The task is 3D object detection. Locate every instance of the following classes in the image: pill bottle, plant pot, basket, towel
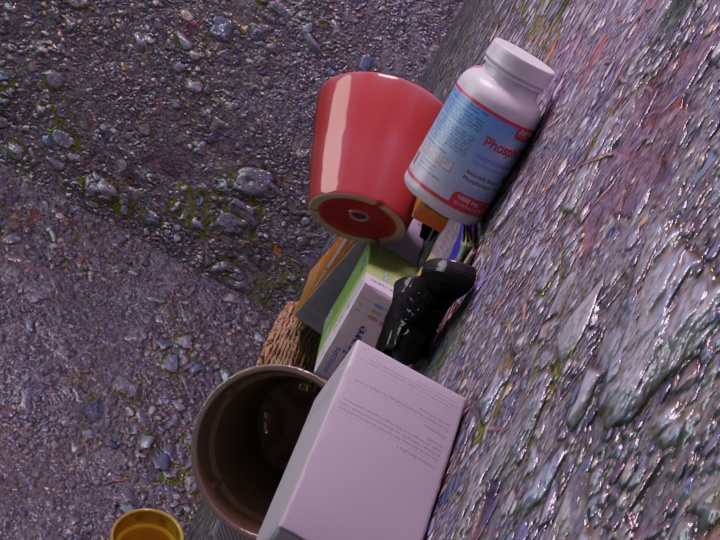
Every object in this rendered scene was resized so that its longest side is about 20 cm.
[{"bbox_3d":[0.142,-0.164,1.437,0.201,0.108,0.109,-60,5,19],"label":"pill bottle"},{"bbox_3d":[-0.081,0.201,1.458,0.202,0.199,0.183,-61,-6,7],"label":"plant pot"},{"bbox_3d":[-0.590,0.788,3.351,0.201,0.198,0.191,-69,-6,-55],"label":"plant pot"},{"bbox_3d":[-0.124,0.147,1.969,0.147,0.143,0.201,-2,46,32],"label":"basket"},{"bbox_3d":[0.016,-0.147,1.702,0.201,0.198,0.179,129,158,-64],"label":"plant pot"},{"bbox_3d":[0.098,0.001,1.502,0.145,0.023,0.200,-60,6,17],"label":"towel"}]

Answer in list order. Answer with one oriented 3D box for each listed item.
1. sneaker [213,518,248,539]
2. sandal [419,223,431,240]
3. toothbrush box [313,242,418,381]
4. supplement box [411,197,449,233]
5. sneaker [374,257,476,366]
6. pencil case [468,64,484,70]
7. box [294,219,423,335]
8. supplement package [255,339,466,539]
[{"bbox_3d":[-0.158,0.358,1.962,0.201,0.072,0.114,-51,3,6],"label":"sneaker"},{"bbox_3d":[0.123,-0.107,1.747,0.075,0.045,0.201,-59,-11,-29],"label":"sandal"},{"bbox_3d":[0.011,0.064,1.680,0.147,0.085,0.200,-60,5,16],"label":"toothbrush box"},{"bbox_3d":[0.139,-0.139,1.574,0.201,0.066,0.069,-59,6,39],"label":"supplement box"},{"bbox_3d":[0.066,0.057,1.350,0.200,0.059,0.106,151,134,-67],"label":"sneaker"},{"bbox_3d":[0.154,-0.220,1.767,0.082,0.087,0.200,-28,-8,-21],"label":"pencil case"},{"bbox_3d":[0.000,0.000,1.887,0.200,0.097,0.125,-48,13,32],"label":"box"},{"bbox_3d":[-0.004,0.186,1.047,0.118,0.116,0.201,-55,8,49],"label":"supplement package"}]
